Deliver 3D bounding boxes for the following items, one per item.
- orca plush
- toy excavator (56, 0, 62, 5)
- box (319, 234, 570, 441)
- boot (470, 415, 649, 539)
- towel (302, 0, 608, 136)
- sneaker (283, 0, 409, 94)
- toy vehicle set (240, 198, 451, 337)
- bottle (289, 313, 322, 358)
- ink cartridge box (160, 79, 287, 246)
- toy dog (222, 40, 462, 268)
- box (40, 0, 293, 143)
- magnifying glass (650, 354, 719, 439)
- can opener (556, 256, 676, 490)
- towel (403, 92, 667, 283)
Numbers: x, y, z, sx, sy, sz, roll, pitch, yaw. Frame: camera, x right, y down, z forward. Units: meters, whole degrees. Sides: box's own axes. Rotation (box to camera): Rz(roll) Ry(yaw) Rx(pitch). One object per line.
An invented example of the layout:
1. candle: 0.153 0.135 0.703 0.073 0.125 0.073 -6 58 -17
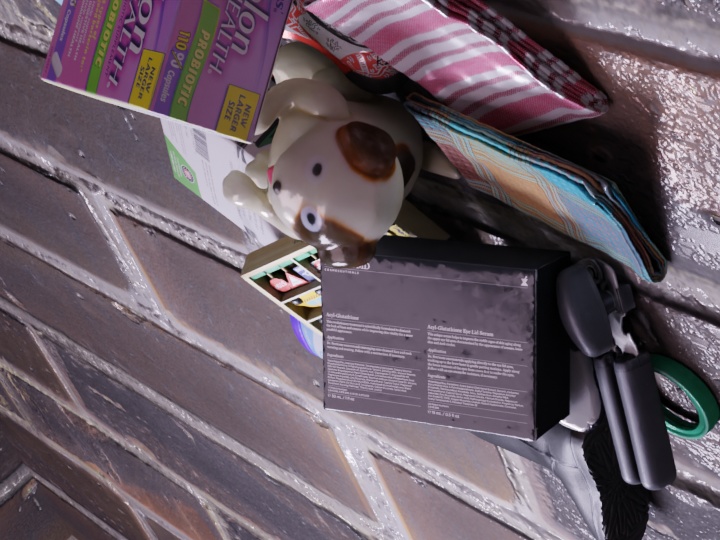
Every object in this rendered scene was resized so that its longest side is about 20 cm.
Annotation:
1. orca plush: 0.141 0.055 1.485 0.199 0.106 0.071 34 -162 20
2. toy excavator: -0.236 -0.263 1.595 0.100 0.194 0.201 41 129 15
3. box: 0.069 0.050 1.433 0.198 0.079 0.143 6 107 29
4. boot: 0.169 0.173 1.637 0.199 0.065 0.166 16 134 47
5. towel: 0.066 -0.154 1.253 0.199 0.030 0.146 33 163 -20
6. sneaker: -0.042 -0.226 1.369 0.201 0.067 0.108 33 153 24
7. toy vehicle set: 0.000 0.000 1.568 0.124 0.027 0.199 37 141 -28
8. bottle: 0.013 0.075 1.764 0.199 0.065 0.084 26 148 43
9. ink cartridge box: -0.091 -0.103 1.635 0.199 0.084 0.147 36 155 23
10. toy dog: -0.018 -0.074 1.380 0.193 0.140 0.200 23 -162 -6
11. box: -0.147 -0.209 1.360 0.096 0.177 0.199 15 -176 -37
12. magnifying glass: 0.225 0.101 1.475 0.199 0.022 0.080 10 136 58
13. can opener: 0.199 0.087 1.400 0.053 0.066 0.202 9 117 61
14. towel: 0.133 -0.062 1.320 0.199 0.022 0.147 29 170 37
